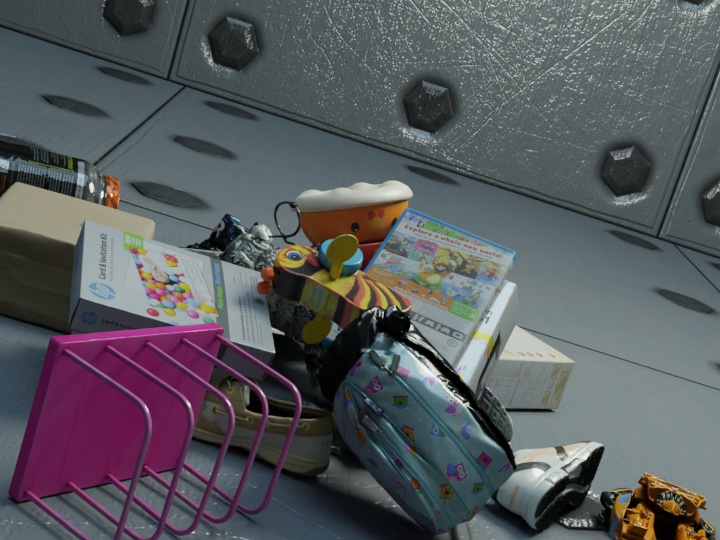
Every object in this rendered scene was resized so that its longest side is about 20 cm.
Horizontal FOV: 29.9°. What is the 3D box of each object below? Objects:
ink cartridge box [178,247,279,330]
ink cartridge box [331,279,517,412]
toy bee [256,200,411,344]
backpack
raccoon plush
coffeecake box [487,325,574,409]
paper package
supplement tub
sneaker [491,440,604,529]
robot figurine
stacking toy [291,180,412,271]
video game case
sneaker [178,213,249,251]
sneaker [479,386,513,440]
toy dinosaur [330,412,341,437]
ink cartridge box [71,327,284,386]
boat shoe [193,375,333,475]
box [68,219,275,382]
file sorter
[{"bbox_3d":[-0.131,0.024,1.643,0.198,0.089,0.144,9,-2,-39],"label":"ink cartridge box"},{"bbox_3d":[0.073,0.089,1.499,0.146,0.201,0.086,20,-31,16],"label":"ink cartridge box"},{"bbox_3d":[-0.051,0.017,1.392,0.198,0.133,0.108,16,27,38],"label":"toy bee"},{"bbox_3d":[0.052,0.146,1.273,0.200,0.126,0.167,47,-4,16],"label":"backpack"},{"bbox_3d":[-0.088,0.046,1.491,0.132,0.097,0.203,-2,68,-36],"label":"raccoon plush"},{"bbox_3d":[0.153,0.115,1.753,0.198,0.074,0.153,6,18,-41],"label":"coffeecake box"},{"bbox_3d":[-0.341,-0.012,1.548,0.188,0.105,0.200,17,15,-7],"label":"paper package"},{"bbox_3d":[-0.415,-0.093,1.721,0.197,0.124,0.123,13,15,-21],"label":"supplement tub"},{"bbox_3d":[0.199,0.213,1.438,0.079,0.075,0.199,23,14,27],"label":"sneaker"},{"bbox_3d":[0.319,0.269,1.402,0.143,0.059,0.200,22,15,9],"label":"robot figurine"},{"bbox_3d":[0.000,0.000,1.591,0.144,0.203,0.146,-7,6,1],"label":"stacking toy"},{"bbox_3d":[0.066,0.030,1.478,0.142,0.018,0.201,22,59,20],"label":"video game case"},{"bbox_3d":[-0.210,-0.026,1.747,0.197,0.113,0.073,12,14,-24],"label":"sneaker"},{"bbox_3d":[0.092,0.145,1.572,0.198,0.075,0.087,29,-2,17],"label":"sneaker"},{"bbox_3d":[0.011,0.152,1.396,0.197,0.089,0.047,20,16,8],"label":"toy dinosaur"},{"bbox_3d":[-0.193,0.077,1.422,0.198,0.069,0.115,9,3,-32],"label":"ink cartridge box"},{"bbox_3d":[-0.117,0.137,1.331,0.197,0.067,0.074,18,15,7],"label":"boat shoe"},{"bbox_3d":[-0.188,0.029,1.344,0.197,0.042,0.157,17,26,-18],"label":"box"},{"bbox_3d":[-0.162,0.139,1.119,0.125,0.141,0.199,28,17,31],"label":"file sorter"}]
